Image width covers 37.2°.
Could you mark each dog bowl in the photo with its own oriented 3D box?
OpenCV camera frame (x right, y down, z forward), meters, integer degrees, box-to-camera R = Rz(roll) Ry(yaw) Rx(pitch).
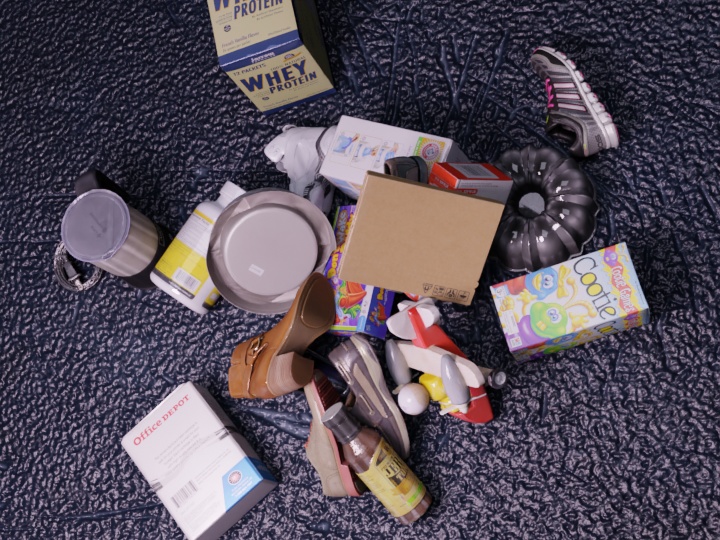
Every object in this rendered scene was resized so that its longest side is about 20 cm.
[{"bbox_3d":[-0.138,-0.035,1.632,0.199,0.059,0.201,-3,113,-8],"label":"dog bowl"}]

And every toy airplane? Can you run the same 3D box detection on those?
[{"bbox_3d":[0.099,0.138,1.520,0.199,0.200,0.141,36,75,22],"label":"toy airplane"}]

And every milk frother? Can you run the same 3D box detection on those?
[{"bbox_3d":[-0.427,-0.038,1.720,0.200,0.188,0.181,-44,68,1],"label":"milk frother"}]

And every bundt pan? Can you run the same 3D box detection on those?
[{"bbox_3d":[0.256,-0.099,1.606,0.201,0.076,0.203,-4,76,15],"label":"bundt pan"}]

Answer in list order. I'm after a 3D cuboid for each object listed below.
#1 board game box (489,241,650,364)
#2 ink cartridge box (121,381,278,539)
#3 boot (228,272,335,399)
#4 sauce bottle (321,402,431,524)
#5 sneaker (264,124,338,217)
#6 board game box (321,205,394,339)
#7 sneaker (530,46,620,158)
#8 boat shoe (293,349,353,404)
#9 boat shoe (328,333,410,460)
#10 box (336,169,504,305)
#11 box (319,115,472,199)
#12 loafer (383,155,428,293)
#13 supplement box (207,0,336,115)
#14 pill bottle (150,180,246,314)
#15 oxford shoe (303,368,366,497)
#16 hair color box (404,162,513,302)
[{"bbox_3d":[0.302,0.049,1.538,0.199,0.103,0.105,-19,72,10],"label":"board game box"},{"bbox_3d":[-0.246,0.293,1.637,0.146,0.084,0.200,-41,68,2],"label":"ink cartridge box"},{"bbox_3d":[-0.121,0.103,1.614,0.155,0.077,0.201,-17,53,43],"label":"boot"},{"bbox_3d":[0.021,0.274,1.529,0.065,0.065,0.200,-40,104,2],"label":"sauce bottle"},{"bbox_3d":[-0.100,-0.146,1.721,0.115,0.075,0.201,12,75,20],"label":"sneaker"},{"bbox_3d":[0.000,0.000,1.632,0.134,0.045,0.201,-1,72,50],"label":"board game box"},{"bbox_3d":[0.308,-0.252,1.631,0.087,0.074,0.200,-32,74,-1],"label":"sneaker"},{"bbox_3d":[-0.089,0.155,1.642,0.199,0.062,0.075,18,83,20],"label":"boat shoe"},{"bbox_3d":[0.010,0.192,1.571,0.073,0.074,0.201,-24,95,-6],"label":"boat shoe"},{"bbox_3d":[0.083,-0.042,1.487,0.199,0.021,0.164,12,115,-11],"label":"box"},{"bbox_3d":[0.058,-0.154,1.639,0.200,0.112,0.102,17,81,31],"label":"box"},{"bbox_3d":[0.046,-0.066,1.530,0.072,0.063,0.201,25,111,55],"label":"loafer"},{"bbox_3d":[-0.146,-0.393,1.728,0.134,0.200,0.201,-17,72,11],"label":"supplement box"},{"bbox_3d":[-0.237,-0.039,1.707,0.112,0.112,0.200,34,86,21],"label":"pill bottle"},{"bbox_3d":[-0.056,0.245,1.576,0.075,0.070,0.201,-14,96,23],"label":"oxford shoe"},{"bbox_3d":[0.135,-0.054,1.556,0.064,0.111,0.201,43,126,43],"label":"hair color box"}]
